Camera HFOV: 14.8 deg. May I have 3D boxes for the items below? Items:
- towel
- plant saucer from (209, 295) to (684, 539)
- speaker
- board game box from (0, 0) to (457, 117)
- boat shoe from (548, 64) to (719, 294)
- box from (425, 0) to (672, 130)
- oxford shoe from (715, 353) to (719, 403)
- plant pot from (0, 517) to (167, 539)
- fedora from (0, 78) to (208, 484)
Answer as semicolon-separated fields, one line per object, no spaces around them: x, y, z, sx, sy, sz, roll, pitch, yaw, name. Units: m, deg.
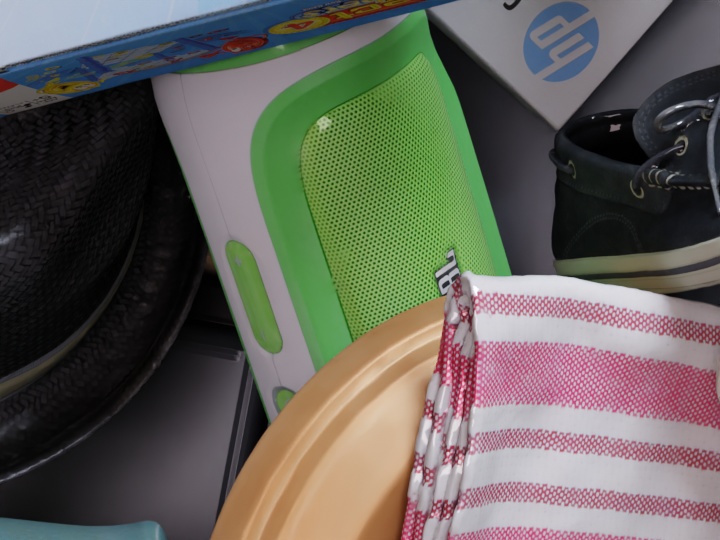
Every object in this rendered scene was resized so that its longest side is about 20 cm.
0.071;0.104;0.798;0.030;0.146;0.201;17;99;53;towel
0.042;0.106;0.819;0.037;0.200;0.201;17;87;54;plant saucer
0.000;0.000;0.842;0.088;0.089;0.201;-14;112;9;speaker
-0.040;-0.161;0.751;0.195;0.056;0.201;-12;83;17;board game box
0.112;-0.030;0.812;0.074;0.200;0.062;-14;92;-23;boat shoe
0.072;-0.167;0.859;0.200;0.041;0.156;-48;122;4;box
0.199;0.037;0.765;0.199;0.075;0.058;4;44;6;oxford shoe
-0.138;0.158;0.846;0.187;0.200;0.201;-12;82;-2;plant pot
-0.129;-0.027;0.830;0.200;0.092;0.201;5;75;-20;fedora
